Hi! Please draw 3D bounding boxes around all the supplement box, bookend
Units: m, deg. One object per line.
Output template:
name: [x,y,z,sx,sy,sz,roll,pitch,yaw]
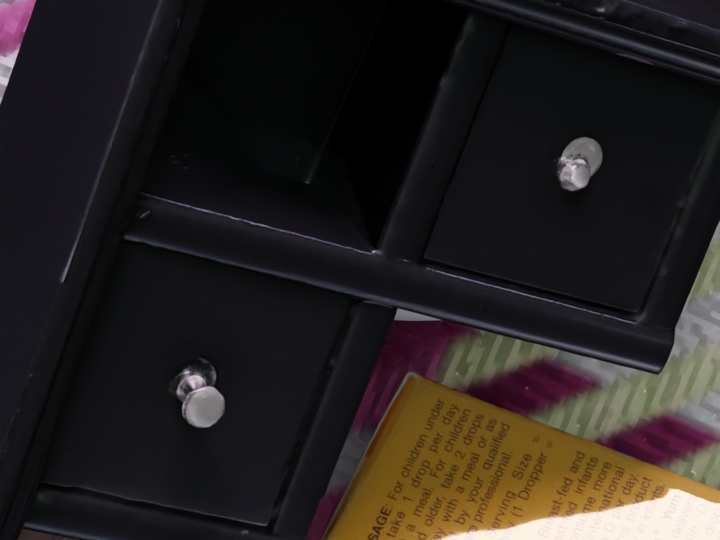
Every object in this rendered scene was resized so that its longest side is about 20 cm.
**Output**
supplement box: [0.092,0.099,0.835,0.200,0.067,0.069,19,69,14]
bookend: [0.000,0.000,0.784,0.198,0.092,0.200,15,105,-25]

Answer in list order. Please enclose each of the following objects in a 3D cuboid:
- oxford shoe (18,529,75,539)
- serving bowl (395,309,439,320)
oxford shoe: [-0.078,0.077,0.855,0.073,0.071,0.200,22,82,-7]
serving bowl: [0.025,-0.087,0.853,0.199,0.066,0.201,-7,122,-12]
